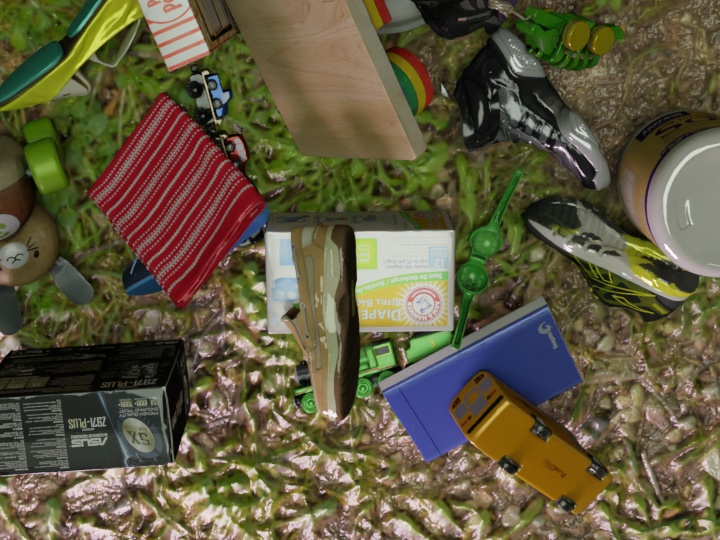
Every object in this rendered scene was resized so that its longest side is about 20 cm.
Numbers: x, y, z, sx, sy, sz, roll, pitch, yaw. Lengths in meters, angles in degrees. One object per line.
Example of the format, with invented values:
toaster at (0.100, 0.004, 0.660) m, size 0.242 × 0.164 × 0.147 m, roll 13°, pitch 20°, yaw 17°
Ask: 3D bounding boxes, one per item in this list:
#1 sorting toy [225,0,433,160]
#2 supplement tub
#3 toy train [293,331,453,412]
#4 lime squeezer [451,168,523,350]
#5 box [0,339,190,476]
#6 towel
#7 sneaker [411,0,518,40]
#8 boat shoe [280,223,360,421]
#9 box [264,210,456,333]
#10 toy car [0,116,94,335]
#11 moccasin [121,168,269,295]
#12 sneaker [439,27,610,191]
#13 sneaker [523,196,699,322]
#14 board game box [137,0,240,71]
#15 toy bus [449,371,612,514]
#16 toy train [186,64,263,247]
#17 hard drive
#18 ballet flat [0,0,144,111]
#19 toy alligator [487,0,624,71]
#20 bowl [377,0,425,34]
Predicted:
sorting toy at (-0.022, -0.214, 1.281) m, size 0.069 × 0.199 × 0.200 m, roll -39°, pitch 117°, yaw -27°
supplement tub at (0.342, -0.085, 1.310) m, size 0.144 × 0.200 × 0.147 m, roll 0°, pitch 104°, yaw -2°
toy train at (0.017, 0.107, 1.434) m, size 0.198 × 0.042 × 0.057 m, roll -16°, pitch 94°, yaw 3°
lime squeezer at (0.128, -0.015, 1.392) m, size 0.037 × 0.071 × 0.202 m, roll 21°, pitch 90°, yaw 12°
box at (-0.289, 0.142, 1.370) m, size 0.198 × 0.164 × 0.087 m, roll -4°, pitch 104°, yaw -1°
towel at (-0.193, -0.074, 1.327) m, size 0.145 × 0.022 × 0.200 m, roll -50°, pitch 58°, yaw 10°
sneaker at (0.085, -0.262, 1.260) m, size 0.199 × 0.076 × 0.088 m, roll -8°, pitch 134°, yaw -43°
boat shoe at (-0.043, 0.052, 1.305) m, size 0.075 × 0.072 × 0.202 m, roll 2°, pitch 99°, yaw 13°
box at (0.000, 0.000, 1.373) m, size 0.198 × 0.101 × 0.114 m, roll -1°, pitch 104°, yaw -1°
toy car at (-0.362, -0.031, 1.342) m, size 0.163 × 0.158 × 0.201 m, roll -21°, pitch 115°, yaw -7°
moccasin at (-0.177, -0.040, 1.369) m, size 0.199 × 0.080 × 0.069 m, roll -30°, pitch 76°, yaw 24°
sneaker at (0.169, -0.146, 1.358) m, size 0.114 × 0.076 × 0.201 m, roll -37°, pitch 96°, yaw 8°
sneaker at (0.259, -0.005, 1.393) m, size 0.199 × 0.075 × 0.085 m, roll 29°, pitch 135°, yaw 7°
board game box at (-0.177, -0.283, 1.247) m, size 0.046 × 0.200 × 0.153 m, roll -21°, pitch 103°, yaw 9°
toy bus at (0.189, 0.192, 1.416) m, size 0.200 × 0.078 × 0.065 m, roll 36°, pitch 101°, yaw -35°
toy train at (-0.140, -0.123, 1.374) m, size 0.045 × 0.034 × 0.202 m, roll -16°, pitch 104°, yaw -1°
hard drive at (0.135, 0.122, 1.418) m, size 0.199 × 0.025 × 0.132 m, roll -28°, pitch 130°, yaw 5°
ballet flat at (-0.290, -0.222, 1.335) m, size 0.200 × 0.067 × 0.067 m, roll -44°, pitch 122°, yaw 7°
toy alligator at (0.193, -0.234, 1.308) m, size 0.199 × 0.059 × 0.055 m, roll 1°, pitch 112°, yaw -40°
bowl at (0.023, -0.336, 1.297) m, size 0.199 × 0.090 × 0.203 m, roll 0°, pitch 105°, yaw -1°
